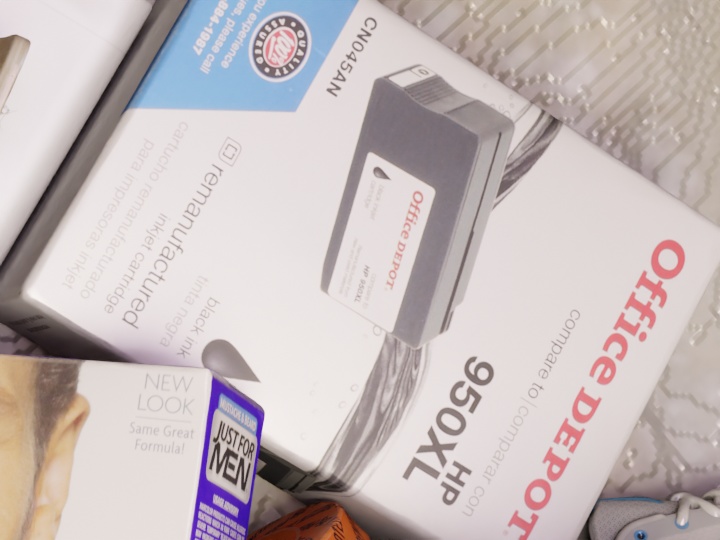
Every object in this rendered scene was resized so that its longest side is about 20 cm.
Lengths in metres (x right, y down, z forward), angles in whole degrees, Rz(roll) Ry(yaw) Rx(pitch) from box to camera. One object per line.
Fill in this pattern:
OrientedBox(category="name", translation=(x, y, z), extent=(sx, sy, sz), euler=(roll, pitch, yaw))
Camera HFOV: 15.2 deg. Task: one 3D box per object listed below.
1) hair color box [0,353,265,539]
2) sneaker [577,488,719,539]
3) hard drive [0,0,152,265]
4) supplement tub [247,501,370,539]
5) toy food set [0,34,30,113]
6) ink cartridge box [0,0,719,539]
OrientedBox(category="hair color box", translation=(-0.099, 0.127, 0.780), extent=(0.109, 0.065, 0.200), euler=(3, 75, 15))
OrientedBox(category="sneaker", translation=(0.124, 0.100, 0.932), extent=(0.200, 0.075, 0.087), euler=(-42, 94, -15))
OrientedBox(category="hard drive", translation=(-0.173, -0.033, 0.861), extent=(0.132, 0.027, 0.200), euler=(31, 79, -7))
OrientedBox(category="supplement tub", translation=(0.010, 0.182, 0.864), extent=(0.123, 0.123, 0.200), euler=(-37, 99, -15))
OrientedBox(category="toy food set", translation=(-0.219, -0.046, 0.809), extent=(0.200, 0.060, 0.144), euler=(24, 79, -5))
OrientedBox(category="ink cartridge box", translation=(0.000, 0.000, 0.889), extent=(0.200, 0.084, 0.145), euler=(32, 79, -14))
